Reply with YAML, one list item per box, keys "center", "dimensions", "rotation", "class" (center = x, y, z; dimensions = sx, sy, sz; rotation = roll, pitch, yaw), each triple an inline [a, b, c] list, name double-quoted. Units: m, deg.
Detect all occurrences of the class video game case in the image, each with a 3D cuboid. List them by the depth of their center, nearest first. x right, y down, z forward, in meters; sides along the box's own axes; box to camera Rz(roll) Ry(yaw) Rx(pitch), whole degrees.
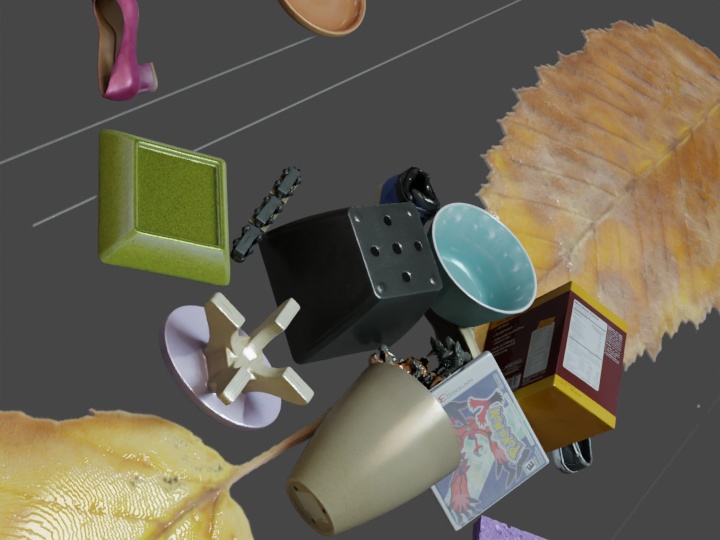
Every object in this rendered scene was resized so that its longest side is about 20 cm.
- center: [0.163, 0.252, 1.593]
  dimensions: [0.181, 0.023, 0.201]
  rotation: [-33, 103, -13]
  class: "video game case"

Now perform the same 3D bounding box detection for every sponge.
- center: [0.257, 0.446, 1.597]
  dimensions: [0.198, 0.030, 0.112]
  rotation: [22, 40, -9]
  class: "sponge"

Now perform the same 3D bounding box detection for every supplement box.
- center: [0.299, 0.160, 1.711]
  dimensions: [0.132, 0.197, 0.201]
  rotation: [35, 51, -20]
  class: "supplement box"

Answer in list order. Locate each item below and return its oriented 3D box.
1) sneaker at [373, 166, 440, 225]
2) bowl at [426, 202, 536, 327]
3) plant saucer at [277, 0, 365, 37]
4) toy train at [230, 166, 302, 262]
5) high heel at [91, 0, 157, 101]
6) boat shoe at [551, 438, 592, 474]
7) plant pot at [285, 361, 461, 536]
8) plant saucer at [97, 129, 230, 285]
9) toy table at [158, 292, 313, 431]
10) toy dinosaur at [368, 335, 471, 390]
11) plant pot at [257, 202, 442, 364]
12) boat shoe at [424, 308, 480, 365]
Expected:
- center: [0.074, -0.069, 1.697]
  dimensions: [0.076, 0.111, 0.202]
  rotation: [20, 57, -31]
  class: "sneaker"
- center: [0.162, 0.007, 1.661]
  dimensions: [0.199, 0.105, 0.202]
  rotation: [23, 45, -25]
  class: "bowl"
- center: [-0.079, -0.481, 1.826]
  dimensions: [0.199, 0.037, 0.202]
  rotation: [19, 57, -32]
  class: "plant saucer"
- center: [-0.137, -0.083, 1.575]
  dimensions: [0.034, 0.046, 0.201]
  rotation: [33, 50, -3]
  class: "toy train"
- center: [-0.356, -0.334, 1.504]
  dimensions: [0.096, 0.067, 0.202]
  rotation: [-23, 97, -54]
  class: "high heel"
- center: [0.354, 0.236, 1.809]
  dimensions: [0.073, 0.068, 0.201]
  rotation: [22, 56, -30]
  class: "boat shoe"
- center: [0.001, 0.256, 1.449]
  dimensions: [0.199, 0.187, 0.188]
  rotation: [-36, 93, -30]
  class: "plant pot"
- center: [-0.258, -0.094, 1.479]
  dimensions: [0.198, 0.048, 0.202]
  rotation: [12, 61, -35]
  class: "plant saucer"
- center: [-0.159, 0.116, 1.410]
  dimensions: [0.199, 0.117, 0.185]
  rotation: [38, 50, -20]
  class: "toy table"
- center: [0.104, 0.174, 1.632]
  dimensions: [0.200, 0.102, 0.136]
  rotation: [45, 75, -31]
  class: "toy dinosaur"
- center: [0.000, 0.000, 1.558]
  dimensions: [0.198, 0.177, 0.202]
  rotation: [-7, 72, -42]
  class: "plant pot"
- center: [0.154, 0.093, 1.715]
  dimensions: [0.065, 0.072, 0.202]
  rotation: [-16, 74, -42]
  class: "boat shoe"
